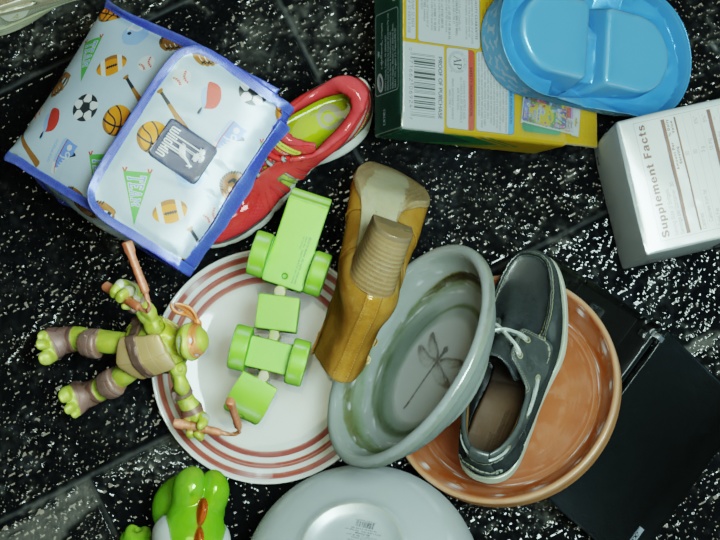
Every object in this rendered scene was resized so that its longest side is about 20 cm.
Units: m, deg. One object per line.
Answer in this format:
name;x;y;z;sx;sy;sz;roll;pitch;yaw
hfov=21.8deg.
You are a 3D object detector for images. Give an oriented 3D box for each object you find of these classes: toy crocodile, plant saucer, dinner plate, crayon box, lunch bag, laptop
toy crocodile;-0.068;0.031;1.561;0.067;0.062;0.201;13;87;0
plant saucer;0.052;0.077;1.515;0.050;0.200;0.201;32;83;-26
dinner plate;-0.080;0.082;1.603;0.199;0.024;0.201;0;83;-2
crayon box;0.108;-0.170;1.597;0.199;0.052;0.127;4;83;-29
lunch bag;-0.168;-0.106;1.534;0.200;0.124;0.170;31;86;33
laptop;0.198;0.121;1.617;0.200;0.103;0.178;34;82;27
plant saucer;0.122;0.102;1.574;0.199;0.032;0.201;-7;67;15

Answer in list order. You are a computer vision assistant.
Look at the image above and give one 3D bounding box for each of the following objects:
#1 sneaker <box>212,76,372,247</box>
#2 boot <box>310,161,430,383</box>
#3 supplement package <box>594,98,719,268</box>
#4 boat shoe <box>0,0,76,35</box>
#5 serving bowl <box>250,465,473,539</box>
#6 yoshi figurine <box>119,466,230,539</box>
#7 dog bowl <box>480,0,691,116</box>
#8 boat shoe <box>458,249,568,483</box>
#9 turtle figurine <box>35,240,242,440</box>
sneaker;-0.074;-0.101;1.584;0.200;0.085;0.077;-41;86;-6
boot;0.001;0.000;1.563;0.070;0.201;0.145;21;111;-6
supplement package;0.314;-0.083;1.589;0.199;0.117;0.118;-13;85;-3
boat shoe;-0.256;-0.270;1.612;0.199;0.065;0.072;-29;86;-5
serving bowl;-0.003;0.239;1.509;0.199;0.066;0.201;-4;55;5
yoshi figurine;-0.151;0.255;1.561;0.112;0.112;0.201;20;99;40
dog bowl;0.189;-0.190;1.587;0.199;0.049;0.112;9;80;-29
boat shoe;0.125;0.072;1.532;0.071;0.068;0.201;10;70;19
turtle figurine;-0.187;0.060;1.541;0.161;0.065;0.201;-12;122;28
